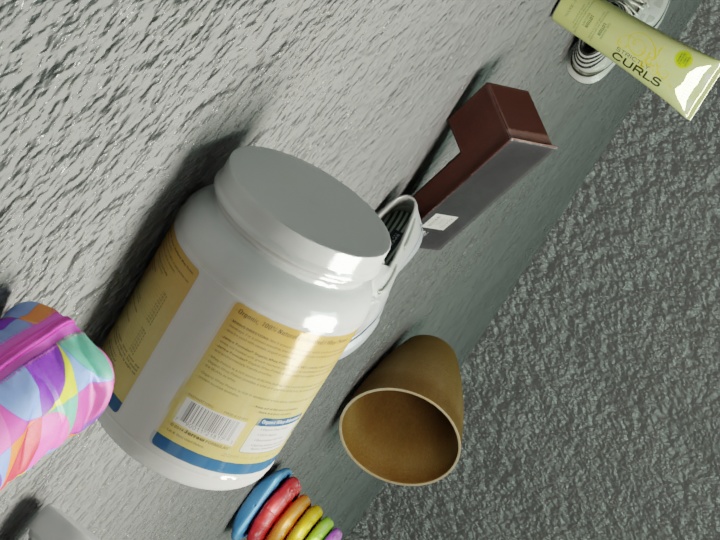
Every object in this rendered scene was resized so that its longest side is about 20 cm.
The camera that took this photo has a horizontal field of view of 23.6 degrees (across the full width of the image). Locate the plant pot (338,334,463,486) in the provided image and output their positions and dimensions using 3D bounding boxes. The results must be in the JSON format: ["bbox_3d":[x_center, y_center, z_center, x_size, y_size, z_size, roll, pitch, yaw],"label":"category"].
[{"bbox_3d":[0.084,0.194,2.630,0.187,0.186,0.200,-61,-178,38],"label":"plant pot"}]

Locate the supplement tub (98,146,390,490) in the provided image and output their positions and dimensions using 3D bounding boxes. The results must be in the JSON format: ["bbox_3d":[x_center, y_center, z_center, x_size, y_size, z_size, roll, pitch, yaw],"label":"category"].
[{"bbox_3d":[-0.081,0.032,1.164,0.200,0.145,0.145,-57,171,22],"label":"supplement tub"}]

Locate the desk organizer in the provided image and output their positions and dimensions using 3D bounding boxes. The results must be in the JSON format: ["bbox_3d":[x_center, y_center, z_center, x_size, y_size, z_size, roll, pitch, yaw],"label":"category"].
[{"bbox_3d":[0.109,-0.109,1.851,0.072,0.077,0.200,6,144,-42],"label":"desk organizer"}]

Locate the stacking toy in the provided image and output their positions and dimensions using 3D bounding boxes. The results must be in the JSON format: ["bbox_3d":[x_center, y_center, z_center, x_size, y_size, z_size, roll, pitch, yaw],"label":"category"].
[{"bbox_3d":[-0.066,0.364,2.331,0.116,0.200,0.110,-55,171,0],"label":"stacking toy"}]

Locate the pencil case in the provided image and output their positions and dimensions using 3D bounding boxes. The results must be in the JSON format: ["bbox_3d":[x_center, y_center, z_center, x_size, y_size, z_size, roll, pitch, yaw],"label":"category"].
[{"bbox_3d":[-0.207,0.081,0.892,0.088,0.088,0.200,-58,172,26],"label":"pencil case"}]

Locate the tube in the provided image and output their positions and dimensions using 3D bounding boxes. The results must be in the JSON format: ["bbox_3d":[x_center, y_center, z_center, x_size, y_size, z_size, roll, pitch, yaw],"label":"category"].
[{"bbox_3d":[0.315,-0.258,1.976,0.052,0.200,0.058,-52,172,-27],"label":"tube"}]

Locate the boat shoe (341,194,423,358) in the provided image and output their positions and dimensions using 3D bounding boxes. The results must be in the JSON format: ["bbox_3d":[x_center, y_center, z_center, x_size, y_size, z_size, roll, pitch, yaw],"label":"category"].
[{"bbox_3d":[0.000,0.000,1.774,0.067,0.073,0.200,88,27,-53],"label":"boat shoe"}]

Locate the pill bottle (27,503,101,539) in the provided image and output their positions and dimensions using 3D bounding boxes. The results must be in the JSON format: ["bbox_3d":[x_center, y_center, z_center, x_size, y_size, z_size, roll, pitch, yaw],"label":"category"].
[{"bbox_3d":[-0.257,0.281,1.281,0.200,0.116,0.116,-53,171,-10],"label":"pill bottle"}]

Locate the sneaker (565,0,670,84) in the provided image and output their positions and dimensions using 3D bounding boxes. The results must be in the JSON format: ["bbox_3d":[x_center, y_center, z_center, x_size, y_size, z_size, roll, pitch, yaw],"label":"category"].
[{"bbox_3d":[0.355,-0.340,2.284,0.201,0.076,0.115,-50,172,-13],"label":"sneaker"}]
